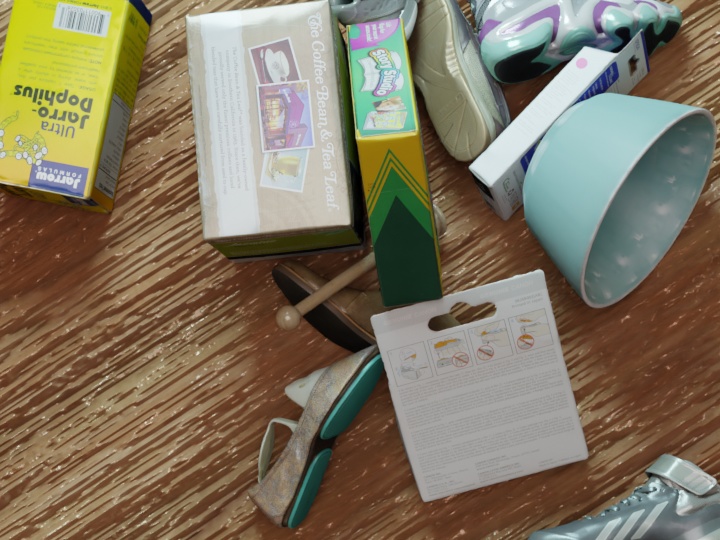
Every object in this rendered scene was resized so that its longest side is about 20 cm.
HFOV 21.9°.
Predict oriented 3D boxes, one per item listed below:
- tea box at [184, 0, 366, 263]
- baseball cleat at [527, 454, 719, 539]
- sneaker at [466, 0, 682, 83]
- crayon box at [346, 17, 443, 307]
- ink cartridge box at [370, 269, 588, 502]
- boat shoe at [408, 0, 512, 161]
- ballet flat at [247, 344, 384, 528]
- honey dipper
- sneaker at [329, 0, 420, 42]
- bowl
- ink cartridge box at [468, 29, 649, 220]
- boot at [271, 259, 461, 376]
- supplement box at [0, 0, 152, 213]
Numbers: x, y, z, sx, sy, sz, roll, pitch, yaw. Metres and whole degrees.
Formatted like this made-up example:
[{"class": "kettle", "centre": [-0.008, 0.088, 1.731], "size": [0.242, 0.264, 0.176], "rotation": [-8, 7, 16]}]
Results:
[{"class": "tea box", "centre": [-0.072, -0.119, 1.677], "size": [0.133, 0.197, 0.201], "rotation": [-6, 83, 3]}, {"class": "baseball cleat", "centre": [0.247, 0.221, 1.692], "size": [0.199, 0.070, 0.107], "rotation": [1, 77, -6]}, {"class": "sneaker", "centre": [0.192, -0.258, 1.736], "size": [0.199, 0.078, 0.140], "rotation": [-10, 62, -19]}, {"class": "crayon box", "centre": [0.028, -0.097, 1.635], "size": [0.058, 0.200, 0.173], "rotation": [-9, 125, 3]}, {"class": "ink cartridge box", "centre": [0.105, 0.098, 1.671], "size": [0.161, 0.050, 0.201], "rotation": [-15, 113, 2]}, {"class": "boat shoe", "centre": [0.088, -0.191, 1.740], "size": [0.072, 0.065, 0.201], "rotation": [-37, 64, 35]}, {"class": "ballet flat", "centre": [-0.048, 0.141, 1.696], "size": [0.067, 0.068, 0.201], "rotation": [33, 105, 19]}, {"class": "honey dipper", "centre": [0.000, 0.000, 1.691], "size": [0.200, 0.038, 0.038], "rotation": [-36, 82, -32]}, {"class": "sneaker", "centre": [0.014, -0.304, 1.707], "size": [0.075, 0.115, 0.201], "rotation": [-9, 59, 37]}, {"class": "bowl", "centre": [0.219, -0.078, 1.670], "size": [0.105, 0.201, 0.201], "rotation": [33, 87, 25]}, {"class": "ink cartridge box", "centre": [0.184, -0.139, 1.708], "size": [0.200, 0.095, 0.037], "rotation": [-44, 69, -3]}, {"class": "boot", "centre": [0.011, 0.040, 1.725], "size": [0.200, 0.074, 0.076], "rotation": [34, 75, -1]}, {"class": "supplement box", "centre": [-0.274, -0.165, 1.739], "size": [0.109, 0.109, 0.201], "rotation": [11, 85, 5]}]
